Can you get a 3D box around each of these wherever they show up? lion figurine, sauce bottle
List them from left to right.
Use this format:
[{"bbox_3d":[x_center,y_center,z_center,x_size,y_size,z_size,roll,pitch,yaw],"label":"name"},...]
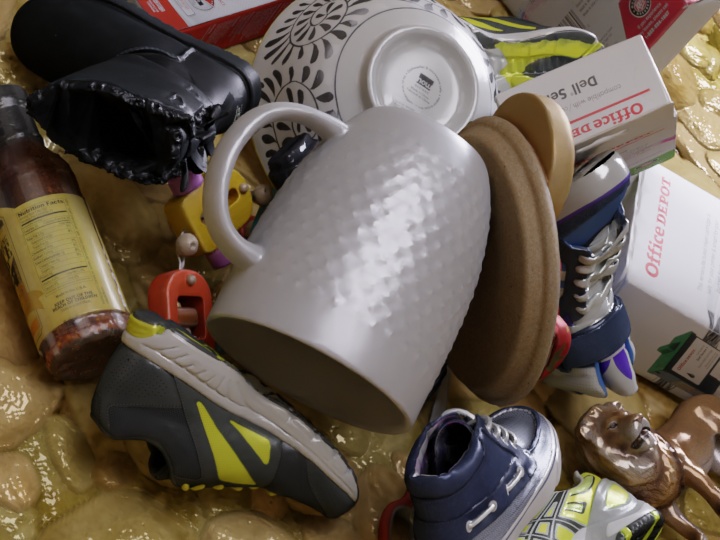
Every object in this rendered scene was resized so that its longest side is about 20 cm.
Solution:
[{"bbox_3d":[-0.203,-0.028,1.338,0.066,0.066,0.201,-3,57,-36],"label":"sauce bottle"},{"bbox_3d":[0.238,0.132,1.526,0.122,0.073,0.199,45,28,17],"label":"lion figurine"}]

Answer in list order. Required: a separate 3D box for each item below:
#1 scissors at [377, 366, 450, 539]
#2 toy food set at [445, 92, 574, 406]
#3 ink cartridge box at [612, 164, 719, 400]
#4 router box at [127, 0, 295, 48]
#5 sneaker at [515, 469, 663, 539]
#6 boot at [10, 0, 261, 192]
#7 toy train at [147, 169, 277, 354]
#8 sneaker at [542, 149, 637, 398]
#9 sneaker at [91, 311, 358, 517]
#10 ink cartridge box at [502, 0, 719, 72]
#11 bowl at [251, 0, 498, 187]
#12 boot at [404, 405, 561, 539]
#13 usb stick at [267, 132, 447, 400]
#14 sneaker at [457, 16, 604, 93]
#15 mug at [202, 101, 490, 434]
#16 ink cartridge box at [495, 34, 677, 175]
[{"bbox_3d":[0.041,0.135,1.414,0.073,0.014,0.201,17,49,-24],"label":"scissors"},{"bbox_3d":[0.093,-0.009,1.401,0.048,0.198,0.202,-3,77,-22],"label":"toy food set"},{"bbox_3d":[0.271,0.025,1.610,0.199,0.084,0.147,29,44,-11],"label":"ink cartridge box"},{"bbox_3d":[-0.150,-0.257,1.566,0.179,0.049,0.201,-25,73,-44],"label":"router box"},{"bbox_3d":[0.116,0.196,1.390,0.076,0.076,0.199,37,36,31],"label":"sneaker"},{"bbox_3d":[-0.169,-0.120,1.364,0.197,0.074,0.162,21,23,11],"label":"boot"},{"bbox_3d":[-0.086,0.006,1.405,0.199,0.055,0.152,-5,85,-48],"label":"toy train"},{"bbox_3d":[0.165,0.014,1.462,0.080,0.200,0.147,-37,87,-34],"label":"sneaker"},{"bbox_3d":[-0.088,0.105,1.305,0.200,0.085,0.074,39,-1,-26],"label":"sneaker"},{"bbox_3d":[0.194,-0.257,1.737,0.085,0.148,0.201,-20,70,-43],"label":"ink cartridge box"},{"bbox_3d":[0.027,-0.123,1.492,0.199,0.094,0.203,4,80,-22],"label":"bowl"},{"bbox_3d":[0.082,0.121,1.360,0.072,0.091,0.200,-1,27,19],"label":"boot"},{"bbox_3d":[0.000,0.000,1.429,0.201,0.032,0.055,59,39,-14],"label":"usb stick"},{"bbox_3d":[0.088,-0.163,1.626,0.198,0.075,0.085,5,11,-16],"label":"sneaker"},{"bbox_3d":[-0.014,-0.022,1.317,0.199,0.147,0.176,36,71,-24],"label":"mug"},{"bbox_3d":[0.164,-0.107,1.502,0.200,0.116,0.068,46,22,-79],"label":"ink cartridge box"}]
